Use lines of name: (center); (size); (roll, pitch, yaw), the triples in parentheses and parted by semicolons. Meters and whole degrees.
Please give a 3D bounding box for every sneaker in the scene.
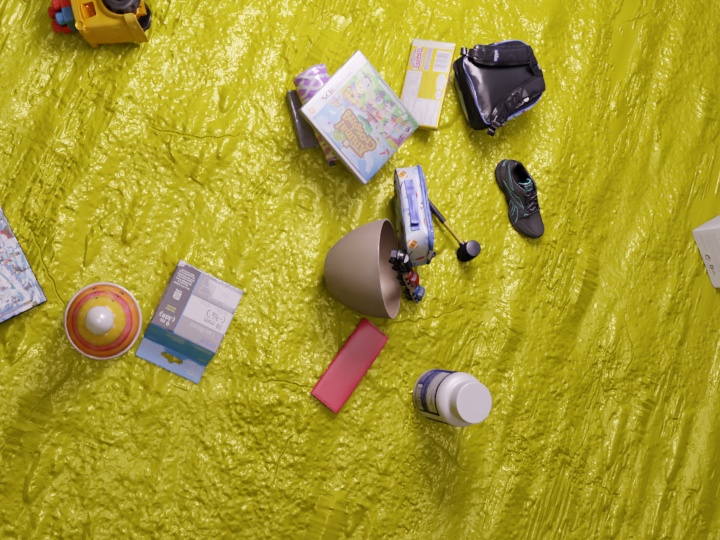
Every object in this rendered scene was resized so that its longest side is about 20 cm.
sneaker: (0.378, -0.166, 1.747); (0.075, 0.079, 0.203); (-31, 98, -18)

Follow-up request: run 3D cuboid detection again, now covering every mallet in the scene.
mallet: (0.197, -0.104, 1.685); (0.041, 0.066, 0.201); (-41, 99, -19)

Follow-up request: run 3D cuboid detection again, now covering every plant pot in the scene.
plant pot: (0.000, 0.000, 1.562); (0.131, 0.200, 0.205); (-3, 87, 15)

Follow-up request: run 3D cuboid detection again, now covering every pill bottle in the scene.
pill bottle: (0.196, 0.270, 1.589); (0.109, 0.199, 0.114); (1, 86, -19)

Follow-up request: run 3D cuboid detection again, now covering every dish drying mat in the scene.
dish drying mat: (-0.022, 0.204, 1.614); (0.076, 0.018, 0.201); (39, 76, -12)

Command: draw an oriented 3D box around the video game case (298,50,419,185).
video game case: (0.001, -0.311, 1.532); (0.182, 0.022, 0.200); (-47, 106, -14)

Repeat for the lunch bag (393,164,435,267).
lunch bag: (0.114, -0.111, 1.588); (0.074, 0.161, 0.204); (-8, 69, -2)

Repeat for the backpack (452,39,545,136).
backpack: (0.315, -0.423, 1.704); (0.187, 0.154, 0.204); (-21, 100, -12)

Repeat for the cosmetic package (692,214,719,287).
cosmetic package: (0.997, -0.074, 1.910); (0.197, 0.165, 0.168); (-25, 95, -18)

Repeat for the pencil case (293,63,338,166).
pencil case: (-0.068, -0.327, 1.569); (0.085, 0.083, 0.203); (-32, 100, -53)

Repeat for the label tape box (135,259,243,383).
label tape box: (-0.337, 0.104, 1.486); (0.142, 0.063, 0.203); (26, 78, -15)

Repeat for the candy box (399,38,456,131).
candy box: (0.146, -0.417, 1.685); (0.100, 0.026, 0.204); (11, 82, 18)

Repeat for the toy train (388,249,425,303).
toy train: (0.103, 0.015, 1.594); (0.045, 0.201, 0.035); (5, 63, 20)

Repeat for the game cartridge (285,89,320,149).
game cartridge: (-0.053, -0.343, 1.632); (0.196, 0.038, 0.132); (-16, 88, -19)

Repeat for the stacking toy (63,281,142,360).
stacking toy: (-0.468, 0.092, 1.369); (0.143, 0.199, 0.150); (1, 86, -19)

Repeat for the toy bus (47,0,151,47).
toy bus: (-0.513, -0.536, 1.445); (0.188, 0.136, 0.205); (-12, 88, -3)

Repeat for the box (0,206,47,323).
box: (-0.686, -0.004, 1.384); (0.135, 0.040, 0.203); (-26, 95, -20)
